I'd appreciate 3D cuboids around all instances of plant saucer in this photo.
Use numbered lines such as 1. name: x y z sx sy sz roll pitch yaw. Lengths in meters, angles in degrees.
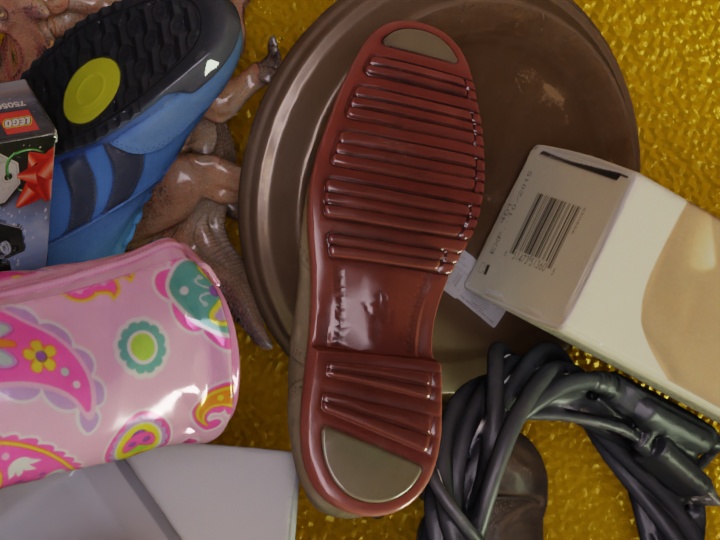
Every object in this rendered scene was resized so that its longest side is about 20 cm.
1. plant saucer: 0.042 -0.032 1.094 0.199 0.029 0.201 -8 106 -29

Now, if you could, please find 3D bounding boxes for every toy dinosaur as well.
1. toy dinosaur: -0.096 -0.058 1.108 0.135 0.086 0.201 -15 96 -2

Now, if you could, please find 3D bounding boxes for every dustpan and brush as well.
1. dustpan and brush: -0.137 0.136 0.923 0.199 0.057 0.140 -25 58 -26

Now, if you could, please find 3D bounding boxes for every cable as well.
1. cable: 0.079 0.117 1.079 0.051 0.200 0.164 14 82 42

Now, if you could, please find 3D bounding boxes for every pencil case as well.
1. pencil case: -0.146 0.040 0.949 0.199 0.087 0.088 -9 92 -24

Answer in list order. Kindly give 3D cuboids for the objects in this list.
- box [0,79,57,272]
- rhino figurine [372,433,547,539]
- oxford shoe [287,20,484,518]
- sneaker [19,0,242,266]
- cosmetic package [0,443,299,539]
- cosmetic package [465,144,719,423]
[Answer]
1. box: -0.216 0.008 0.967 0.199 0.040 0.137 -11 133 -24
2. rhino figurine: 0.048 0.158 1.121 0.060 0.087 0.201 1 93 38
3. oxford shoe: 0.000 0.000 1.027 0.070 0.075 0.201 15 75 -15
4. sneaker: -0.112 -0.039 1.055 0.200 0.066 0.078 -39 134 20
5. cosmetic package: -0.132 0.173 1.041 0.199 0.165 0.165 7 52 -3
6. cosmetic package: 0.155 0.026 1.080 0.199 0.105 0.071 27 89 -24
